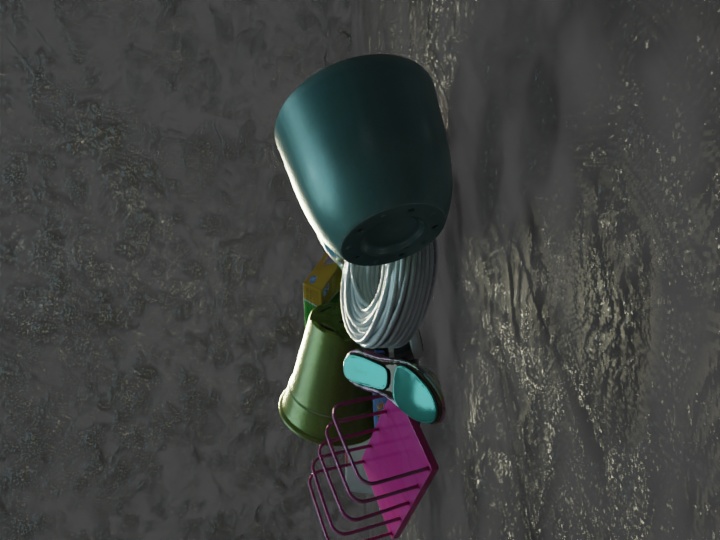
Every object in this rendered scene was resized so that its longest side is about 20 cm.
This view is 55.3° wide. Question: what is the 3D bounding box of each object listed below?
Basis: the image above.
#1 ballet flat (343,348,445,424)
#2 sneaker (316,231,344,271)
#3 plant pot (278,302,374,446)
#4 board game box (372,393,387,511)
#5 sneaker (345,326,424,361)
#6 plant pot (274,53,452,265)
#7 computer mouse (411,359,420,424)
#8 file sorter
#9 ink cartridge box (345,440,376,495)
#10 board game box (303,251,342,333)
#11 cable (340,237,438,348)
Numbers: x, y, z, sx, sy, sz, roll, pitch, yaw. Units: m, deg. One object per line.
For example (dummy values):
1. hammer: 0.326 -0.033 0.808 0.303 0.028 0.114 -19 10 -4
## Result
1. ballet flat: 0.058 0.150 0.936 0.197 0.070 0.072 15 102 48
2. sneaker: 0.000 0.000 1.132 0.200 0.078 0.133 46 -160 -41
3. plant pot: -0.041 0.168 1.221 0.201 0.193 0.195 -99 16 -65
4. board game box: 0.057 0.302 1.191 0.135 0.033 0.207 33 -128 -71
5. sneaker: 0.023 0.049 1.063 0.073 0.109 0.205 63 -167 -63
6. plant pot: 0.014 -0.106 0.772 0.202 0.195 0.165 94 161 -64
7. computer mouse: 0.074 0.169 1.103 0.139 0.051 0.206 86 172 -74
8. file sorter: 0.007 0.296 1.014 0.141 0.122 0.203 62 147 38
9. ink cartridge box: 0.026 0.311 1.347 0.201 0.083 0.152 -67 -21 -61
10. board game box: -0.047 0.025 1.326 0.201 0.039 0.156 -57 -24 -43
11. cable: 0.033 0.004 0.945 0.199 0.067 0.207 -174 91 -67
